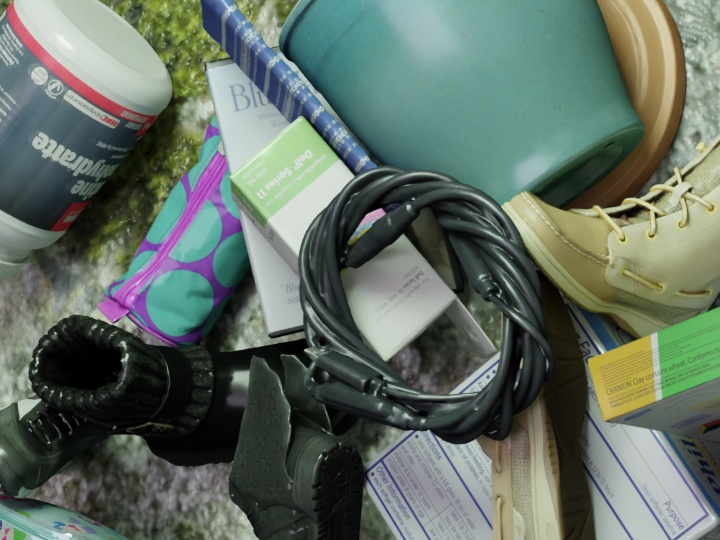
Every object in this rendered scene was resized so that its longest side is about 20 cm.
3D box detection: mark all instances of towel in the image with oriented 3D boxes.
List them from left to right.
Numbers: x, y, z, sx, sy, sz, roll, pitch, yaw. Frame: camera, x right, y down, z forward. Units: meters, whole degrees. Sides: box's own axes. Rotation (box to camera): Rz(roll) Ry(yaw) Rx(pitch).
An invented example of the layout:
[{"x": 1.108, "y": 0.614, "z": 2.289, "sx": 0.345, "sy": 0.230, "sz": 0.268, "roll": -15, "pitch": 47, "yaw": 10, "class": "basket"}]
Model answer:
[{"x": -0.036, "y": -0.112, "z": 1.611, "sx": 0.024, "sy": 0.145, "sz": 0.200, "roll": -42, "pitch": 89, "yaw": -4, "class": "towel"}]

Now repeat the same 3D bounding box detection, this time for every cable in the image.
[{"x": 0.045, "y": 0.022, "z": 1.491, "sx": 0.200, "sy": 0.051, "sz": 0.163, "roll": 13, "pitch": 93, "yaw": 40, "class": "cable"}]

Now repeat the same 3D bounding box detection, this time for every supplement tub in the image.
[{"x": -0.251, "y": -0.107, "z": 1.827, "sx": 0.200, "sy": 0.140, "sz": 0.140, "roll": -50, "pitch": 62, "yaw": 16, "class": "supplement tub"}]

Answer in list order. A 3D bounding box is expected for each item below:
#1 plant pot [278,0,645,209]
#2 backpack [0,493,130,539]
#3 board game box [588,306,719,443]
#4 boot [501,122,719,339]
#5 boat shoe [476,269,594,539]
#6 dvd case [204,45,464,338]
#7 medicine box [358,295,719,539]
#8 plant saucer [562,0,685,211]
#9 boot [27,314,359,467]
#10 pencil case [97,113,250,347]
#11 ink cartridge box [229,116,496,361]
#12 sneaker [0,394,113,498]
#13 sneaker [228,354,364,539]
[{"x": 0.079, "y": -0.126, "z": 1.575, "sx": 0.200, "sy": 0.200, "sz": 0.188, "roll": -38, "pitch": 79, "yaw": 21, "class": "plant pot"}, {"x": -0.235, "y": 0.245, "z": 1.730, "sx": 0.177, "sy": 0.200, "sz": 0.151, "roll": 21, "pitch": 94, "yaw": 32, "class": "backpack"}, {"x": 0.250, "y": 0.058, "z": 1.467, "sx": 0.153, "sy": 0.200, "sz": 0.040, "roll": -23, "pitch": 71, "yaw": 26, "class": "board game box"}, {"x": 0.191, "y": -0.040, "z": 1.522, "sx": 0.155, "sy": 0.200, "sz": 0.073, "roll": -46, "pitch": 45, "yaw": 15, "class": "boot"}, {"x": 0.101, "y": 0.100, "z": 1.505, "sx": 0.064, "sy": 0.071, "sz": 0.200, "roll": -9, "pitch": 79, "yaw": 29, "class": "boat shoe"}, {"x": -0.018, "y": -0.065, "z": 1.690, "sx": 0.142, "sy": 0.018, "sz": 0.200, "roll": -13, "pitch": 85, "yaw": -4, "class": "dvd case"}, {"x": 0.133, "y": 0.150, "z": 1.580, "sx": 0.200, "sy": 0.103, "sz": 0.182, "roll": -41, "pitch": 64, "yaw": 19, "class": "medicine box"}, {"x": 0.127, "y": -0.127, "z": 1.668, "sx": 0.200, "sy": 0.032, "sz": 0.201, "roll": -5, "pitch": 81, "yaw": 30, "class": "plant saucer"}, {"x": -0.112, "y": 0.077, "z": 1.697, "sx": 0.211, "sy": 0.158, "sz": 0.080, "roll": -18, "pitch": 56, "yaw": 29, "class": "boot"}, {"x": -0.107, "y": -0.041, "z": 1.760, "sx": 0.085, "sy": 0.092, "sz": 0.200, "roll": 38, "pitch": 103, "yaw": 30, "class": "pencil case"}, {"x": 0.000, "y": 0.000, "z": 1.616, "sx": 0.067, "sy": 0.117, "sz": 0.200, "roll": -40, "pitch": 87, "yaw": -5, "class": "ink cartridge box"}, {"x": -0.226, "y": 0.112, "z": 1.761, "sx": 0.090, "sy": 0.200, "sz": 0.066, "roll": -40, "pitch": 87, "yaw": 6, "class": "sneaker"}, {"x": -0.048, "y": 0.164, "z": 1.632, "sx": 0.104, "sy": 0.060, "sz": 0.200, "roll": 23, "pitch": 110, "yaw": 49, "class": "sneaker"}]
